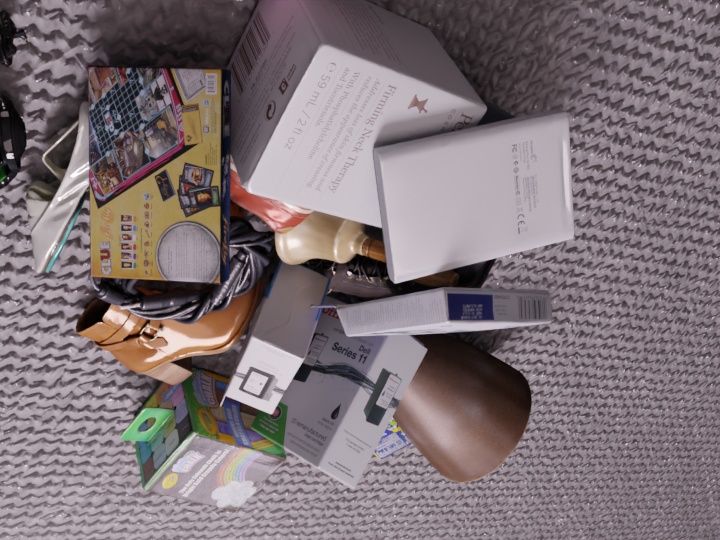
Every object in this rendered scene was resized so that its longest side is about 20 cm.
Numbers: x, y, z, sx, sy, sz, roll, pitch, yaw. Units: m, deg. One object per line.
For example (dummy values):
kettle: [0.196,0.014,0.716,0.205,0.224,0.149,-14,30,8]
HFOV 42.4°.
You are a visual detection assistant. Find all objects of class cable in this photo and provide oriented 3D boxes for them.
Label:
cable: [-0.179,0.005,1.002,0.197,0.051,0.164,-20,147,5]

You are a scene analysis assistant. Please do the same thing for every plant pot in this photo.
plant pot: [0.106,0.165,1.303,0.187,0.188,0.199,-43,119,17]

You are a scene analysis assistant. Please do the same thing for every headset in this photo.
headset: [-0.373,-0.150,0.884,0.122,0.095,0.200,14,138,-38]

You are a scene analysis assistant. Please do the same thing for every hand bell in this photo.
hand bell: [0.016,-0.022,0.992,0.104,0.198,0.105,-40,142,-41]

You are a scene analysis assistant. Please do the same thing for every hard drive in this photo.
hard drive: [0.115,-0.074,0.916,0.197,0.026,0.134,-13,111,-13]

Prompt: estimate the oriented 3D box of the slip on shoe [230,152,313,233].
slip on shoe: [-0.137,-0.107,0.956,0.199,0.074,0.061,35,119,-4]

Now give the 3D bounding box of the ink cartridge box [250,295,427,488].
ink cartridge box: [-0.027,0.148,1.180,0.083,0.146,0.202,39,75,-43]

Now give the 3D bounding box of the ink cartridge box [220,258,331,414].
ink cartridge box: [-0.106,0.091,1.120,0.067,0.117,0.201,23,145,-6]

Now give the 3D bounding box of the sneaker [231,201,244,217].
sneaker: [-0.191,-0.061,1.015,0.073,0.078,0.199,-41,147,14]

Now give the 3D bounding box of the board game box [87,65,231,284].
board game box: [-0.193,-0.093,0.897,0.133,0.035,0.203,3,98,7]

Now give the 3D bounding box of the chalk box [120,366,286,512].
chalk box: [-0.219,0.216,1.228,0.199,0.125,0.125,27,117,-37]

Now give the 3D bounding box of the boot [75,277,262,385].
boot: [-0.228,0.045,1.115,0.199,0.077,0.155,-37,130,21]

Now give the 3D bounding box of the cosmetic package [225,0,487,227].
cosmetic package: [-0.017,-0.169,0.938,0.198,0.167,0.168,13,124,-33]

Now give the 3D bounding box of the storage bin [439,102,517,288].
storage bin: [0.133,-0.079,1.024,0.144,0.134,0.202,29,84,1]

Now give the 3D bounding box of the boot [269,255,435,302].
boot: [0.000,0.000,1.127,0.172,0.070,0.199,12,154,-33]

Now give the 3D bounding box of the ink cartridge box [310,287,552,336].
ink cartridge box: [0.079,0.050,1.036,0.198,0.041,0.198,-9,172,44]

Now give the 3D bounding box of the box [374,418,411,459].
box: [0.004,0.190,1.336,0.064,0.071,0.201,-29,135,7]

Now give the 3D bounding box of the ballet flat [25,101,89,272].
ballet flat: [-0.306,-0.090,0.963,0.069,0.070,0.201,21,115,-36]
